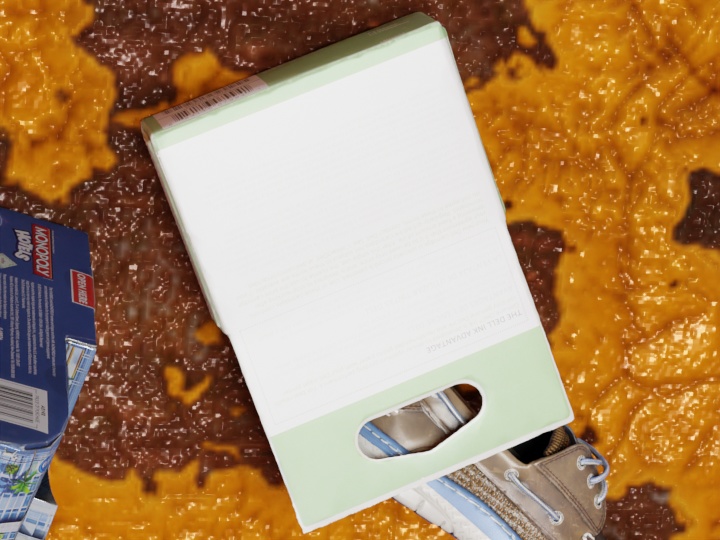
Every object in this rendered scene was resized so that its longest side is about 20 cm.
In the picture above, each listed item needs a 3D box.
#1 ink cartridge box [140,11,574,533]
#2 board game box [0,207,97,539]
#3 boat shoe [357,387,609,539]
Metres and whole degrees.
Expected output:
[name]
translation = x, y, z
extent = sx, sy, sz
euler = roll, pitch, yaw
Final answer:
[ink cartridge box]
translation = 0.000, 0.000, 1.176
extent = 0.145, 0.048, 0.201
euler = -22, 105, -7
[board game box]
translation = -0.176, 0.106, 1.118
extent = 0.061, 0.200, 0.201
euler = 16, 116, -17
[boat shoe]
translation = 0.083, 0.109, 1.225
extent = 0.199, 0.072, 0.073
euler = 33, 95, -20
